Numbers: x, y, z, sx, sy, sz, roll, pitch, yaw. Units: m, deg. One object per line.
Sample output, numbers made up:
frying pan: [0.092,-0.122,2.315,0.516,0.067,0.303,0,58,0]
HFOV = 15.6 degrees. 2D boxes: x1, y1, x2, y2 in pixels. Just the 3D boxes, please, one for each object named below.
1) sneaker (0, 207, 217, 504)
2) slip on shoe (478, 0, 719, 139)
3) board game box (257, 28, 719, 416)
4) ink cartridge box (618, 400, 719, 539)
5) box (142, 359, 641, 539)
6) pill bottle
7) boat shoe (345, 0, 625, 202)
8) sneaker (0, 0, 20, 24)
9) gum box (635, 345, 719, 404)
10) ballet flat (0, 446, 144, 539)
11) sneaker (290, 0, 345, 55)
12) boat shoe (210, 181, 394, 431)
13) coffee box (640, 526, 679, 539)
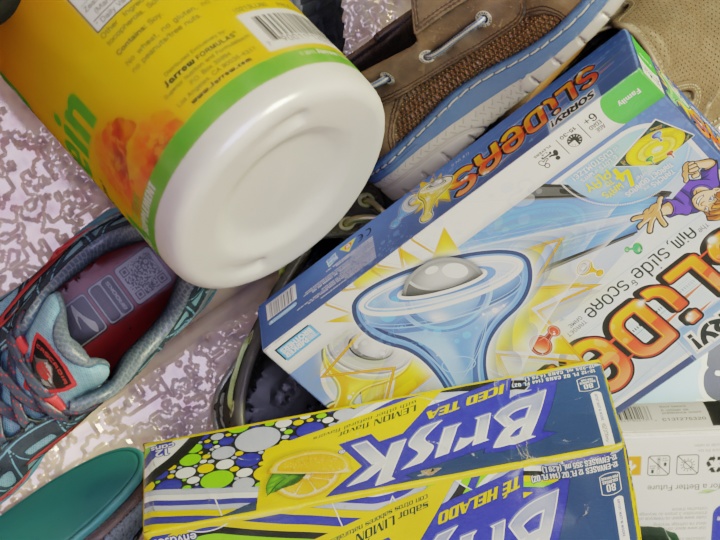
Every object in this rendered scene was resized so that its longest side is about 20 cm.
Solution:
sneaker: [-0.143,0.037,1.138,0.200,0.096,0.079,-45,94,-6]
slip on shoe: [0.122,-0.088,1.156,0.200,0.061,0.076,-34,78,-21]
board game box: [0.075,0.007,1.107,0.200,0.035,0.135,-37,121,18]
ink cartridge box: [0.149,0.153,1.184,0.094,0.037,0.201,-2,112,-4]
box: [0.012,0.097,1.094,0.199,0.070,0.065,-11,120,2]
pill bottle: [-0.091,-0.096,1.108,0.111,0.111,0.200,-40,62,-6]
boat shoe: [0.052,-0.111,1.085,0.072,0.072,0.200,39,119,-11]
sneaker: [-0.195,-0.073,1.100,0.070,0.200,0.090,-32,102,-44]
gum box: [0.171,0.026,1.207,0.199,0.045,0.171,9,88,-8]
ballet flat: [-0.162,0.155,1.158,0.200,0.074,0.074,-32,94,-5]
sneaker: [-0.058,-0.159,1.177,0.082,0.070,0.201,-9,93,16]
boat shoe: [0.003,0.002,1.176,0.072,0.060,0.202,33,85,-5]
coffee box: [0.115,0.226,1.127,0.044,0.123,0.201,3,113,-8]
